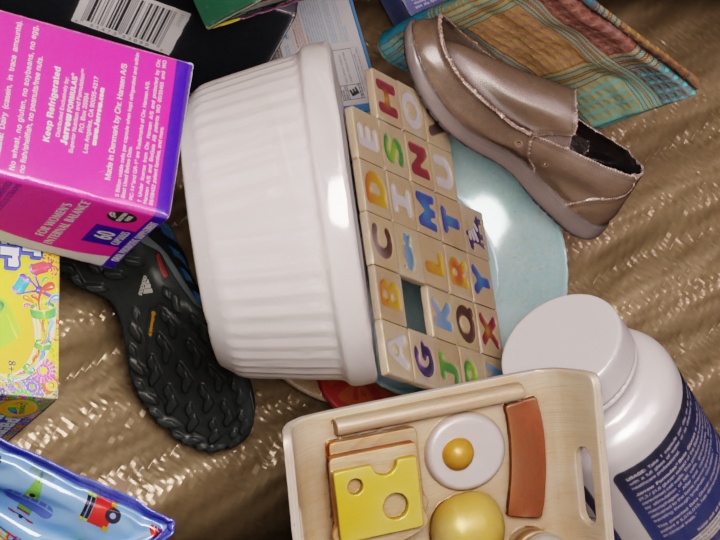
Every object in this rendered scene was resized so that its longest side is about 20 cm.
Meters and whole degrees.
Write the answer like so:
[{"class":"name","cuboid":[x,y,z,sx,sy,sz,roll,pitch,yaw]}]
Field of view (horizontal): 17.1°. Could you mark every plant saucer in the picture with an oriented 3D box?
[{"class":"plant saucer","cuboid":[0.038,-0.007,1.559,0.200,0.039,0.202,8,70,-22]}]

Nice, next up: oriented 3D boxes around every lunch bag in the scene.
[{"class":"lunch bag","cuboid":[-0.229,0.138,1.378,0.200,0.151,0.094,37,62,-9]}]

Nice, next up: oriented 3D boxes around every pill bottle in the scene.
[{"class":"pill bottle","cuboid":[0.167,0.107,1.541,0.200,0.111,0.111,54,52,-41]}]

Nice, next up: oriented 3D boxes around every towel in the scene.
[{"class":"towel","cuboid":[0.112,-0.136,1.570,0.146,0.200,0.022,32,68,-21]}]

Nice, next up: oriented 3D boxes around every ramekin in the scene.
[{"class":"ramekin","cuboid":[-0.048,-0.027,1.410,0.094,0.202,0.203,-9,75,1]}]

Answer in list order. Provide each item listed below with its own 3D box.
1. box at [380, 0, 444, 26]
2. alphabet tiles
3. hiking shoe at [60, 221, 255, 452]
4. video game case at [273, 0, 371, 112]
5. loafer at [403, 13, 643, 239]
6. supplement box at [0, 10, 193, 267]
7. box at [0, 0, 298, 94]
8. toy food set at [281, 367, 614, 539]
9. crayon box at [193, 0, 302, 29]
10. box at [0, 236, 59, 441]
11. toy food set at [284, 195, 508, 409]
[{"class":"box","cuboid":[0.057,-0.231,1.702,0.121,0.032,0.201,-25,85,-29]},{"class":"alphabet tiles","cuboid":[0.042,-0.020,1.482,0.167,0.008,0.201,20,59,-59]},{"class":"hiking shoe","cuboid":[-0.121,0.019,1.512,0.201,0.074,0.087,60,21,-15]},{"class":"video game case","cuboid":[-0.093,-0.161,1.620,0.199,0.018,0.144,-10,77,-27]},{"class":"loafer","cuboid":[0.108,-0.105,1.550,0.200,0.071,0.073,38,30,-27]},{"class":"supplement box","cuboid":[-0.209,-0.083,1.354,0.199,0.101,0.104,15,68,-20]},{"class":"box","cuboid":[-0.135,-0.241,1.550,0.199,0.124,0.197,18,57,-13]},{"class":"toy food set","cuboid":[0.053,0.146,1.413,0.199,0.060,0.144,-10,103,-18]},{"class":"crayon box","cuboid":[-0.047,-0.255,1.466,0.200,0.058,0.173,-25,92,-47]},{"class":"box","cuboid":[-0.286,-0.012,1.422,0.192,0.122,0.201,6,70,-24]},{"class":"toy food set","cuboid":[0.000,0.000,1.589,0.199,0.049,0.199,30,63,-13]}]
